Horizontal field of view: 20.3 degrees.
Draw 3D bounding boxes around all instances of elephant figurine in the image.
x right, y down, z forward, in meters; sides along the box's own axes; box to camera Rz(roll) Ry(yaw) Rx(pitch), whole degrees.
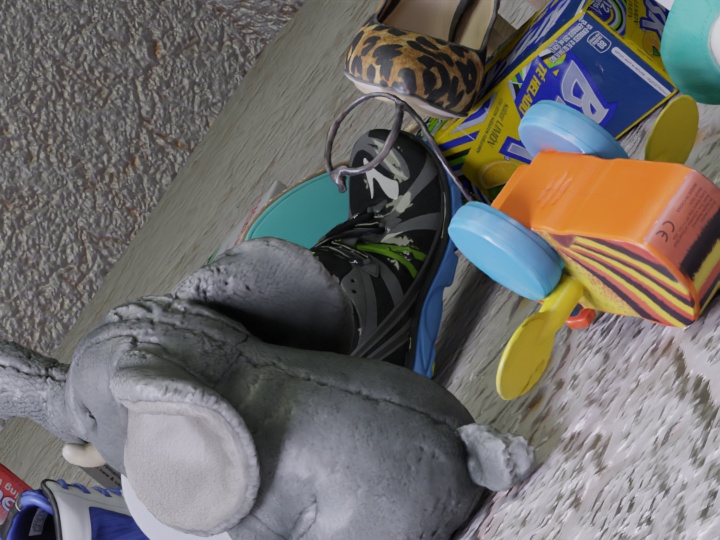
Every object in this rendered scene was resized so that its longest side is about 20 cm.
[{"bbox_3d":[-0.057,0.059,0.826,0.156,0.199,0.142,-51,9,5],"label":"elephant figurine"}]

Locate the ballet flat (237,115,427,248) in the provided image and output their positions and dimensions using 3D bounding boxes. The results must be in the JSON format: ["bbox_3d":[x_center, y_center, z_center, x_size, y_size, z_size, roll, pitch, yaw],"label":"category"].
[{"bbox_3d":[0.014,-0.037,1.166,0.199,0.071,0.065,-30,-17,-19],"label":"ballet flat"}]

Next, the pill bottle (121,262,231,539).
[{"bbox_3d":[-0.071,0.074,1.096,0.114,0.113,0.200,-49,10,14],"label":"pill bottle"}]

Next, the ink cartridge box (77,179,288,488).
[{"bbox_3d":[-0.096,0.054,1.378,0.200,0.084,0.145,-47,11,24],"label":"ink cartridge box"}]

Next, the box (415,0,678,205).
[{"bbox_3d":[0.096,-0.088,1.052,0.200,0.064,0.070,-41,15,52],"label":"box"}]

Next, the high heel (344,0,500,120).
[{"bbox_3d":[0.046,-0.155,1.026,0.200,0.071,0.144,-61,-10,-76],"label":"high heel"}]

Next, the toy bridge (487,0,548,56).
[{"bbox_3d":[0.117,-0.172,1.246,0.027,0.067,0.200,-44,11,37],"label":"toy bridge"}]

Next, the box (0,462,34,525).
[{"bbox_3d":[-0.234,0.186,1.200,0.095,0.200,0.103,-43,14,33],"label":"box"}]

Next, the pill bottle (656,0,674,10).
[{"bbox_3d":[0.191,-0.205,0.873,0.201,0.114,0.114,-52,9,0],"label":"pill bottle"}]

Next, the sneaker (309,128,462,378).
[{"bbox_3d":[0.000,0.000,1.016,0.071,0.082,0.201,-42,29,46],"label":"sneaker"}]

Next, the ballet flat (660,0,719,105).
[{"bbox_3d":[0.179,-0.114,0.758,0.200,0.067,0.071,-47,25,42],"label":"ballet flat"}]

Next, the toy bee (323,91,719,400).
[{"bbox_3d":[0.087,-0.018,0.793,0.131,0.109,0.200,-43,35,6],"label":"toy bee"}]

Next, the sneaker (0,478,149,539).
[{"bbox_3d":[-0.143,0.149,1.163,0.081,0.115,0.200,-44,12,34],"label":"sneaker"}]
